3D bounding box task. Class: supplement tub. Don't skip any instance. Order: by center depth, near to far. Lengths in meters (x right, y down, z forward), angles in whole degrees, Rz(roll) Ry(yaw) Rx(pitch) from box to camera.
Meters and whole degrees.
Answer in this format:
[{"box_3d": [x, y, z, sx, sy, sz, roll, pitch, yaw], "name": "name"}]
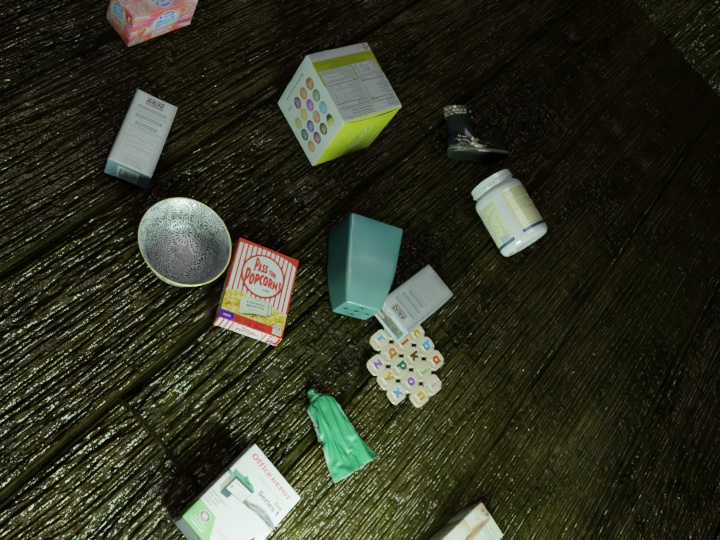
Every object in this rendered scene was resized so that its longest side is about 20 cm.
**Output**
[{"box_3d": [0.404, -0.158, 2.059, 0.143, 0.145, 0.203, -22, 78, -34], "name": "supplement tub"}]

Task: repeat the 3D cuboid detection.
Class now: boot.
[{"box_3d": [0.331, -0.395, 2.175, 0.199, 0.073, 0.158, 1, 70, -25], "name": "boot"}]

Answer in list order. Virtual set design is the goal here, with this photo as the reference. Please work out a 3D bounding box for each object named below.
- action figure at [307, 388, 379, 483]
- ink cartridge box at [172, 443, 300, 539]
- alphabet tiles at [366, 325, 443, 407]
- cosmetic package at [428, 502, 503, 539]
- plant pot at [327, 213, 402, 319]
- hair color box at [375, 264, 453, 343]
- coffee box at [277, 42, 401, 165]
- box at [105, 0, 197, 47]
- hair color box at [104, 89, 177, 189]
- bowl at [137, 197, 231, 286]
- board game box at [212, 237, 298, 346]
[{"box_3d": [-0.059, 0.340, 1.615, 0.116, 0.055, 0.202, -20, 70, -33], "name": "action figure"}, {"box_3d": [-0.234, 0.457, 1.442, 0.147, 0.084, 0.200, 48, 54, 0], "name": "ink cartridge box"}, {"box_3d": [0.107, 0.220, 1.790, 0.194, 0.015, 0.202, -34, 85, -36], "name": "alphabet tiles"}, {"box_3d": [0.197, 0.594, 1.601, 0.198, 0.103, 0.088, -29, 80, -37], "name": "cosmetic package"}, {"box_3d": [0.000, 0.000, 1.767, 0.138, 0.141, 0.205, 16, 67, -20], "name": "plant pot"}, {"box_3d": [0.129, 0.078, 1.831, 0.099, 0.061, 0.199, 50, 48, 7], "name": "hair color box"}, {"box_3d": [-0.054, -0.419, 1.902, 0.197, 0.200, 0.201, -23, 79, -35], "name": "coffee box"}, {"box_3d": [-0.502, -0.639, 1.825, 0.199, 0.103, 0.095, -37, 86, -37], "name": "box"}, {"box_3d": [-0.488, -0.294, 1.679, 0.097, 0.061, 0.204, 22, 58, -18], "name": "hair color box"}, {"box_3d": [-0.382, -0.043, 1.601, 0.197, 0.094, 0.205, 13, 61, -24], "name": "bowl"}, {"box_3d": [-0.229, 0.046, 1.671, 0.149, 0.046, 0.204, 21, 58, -19], "name": "board game box"}]
